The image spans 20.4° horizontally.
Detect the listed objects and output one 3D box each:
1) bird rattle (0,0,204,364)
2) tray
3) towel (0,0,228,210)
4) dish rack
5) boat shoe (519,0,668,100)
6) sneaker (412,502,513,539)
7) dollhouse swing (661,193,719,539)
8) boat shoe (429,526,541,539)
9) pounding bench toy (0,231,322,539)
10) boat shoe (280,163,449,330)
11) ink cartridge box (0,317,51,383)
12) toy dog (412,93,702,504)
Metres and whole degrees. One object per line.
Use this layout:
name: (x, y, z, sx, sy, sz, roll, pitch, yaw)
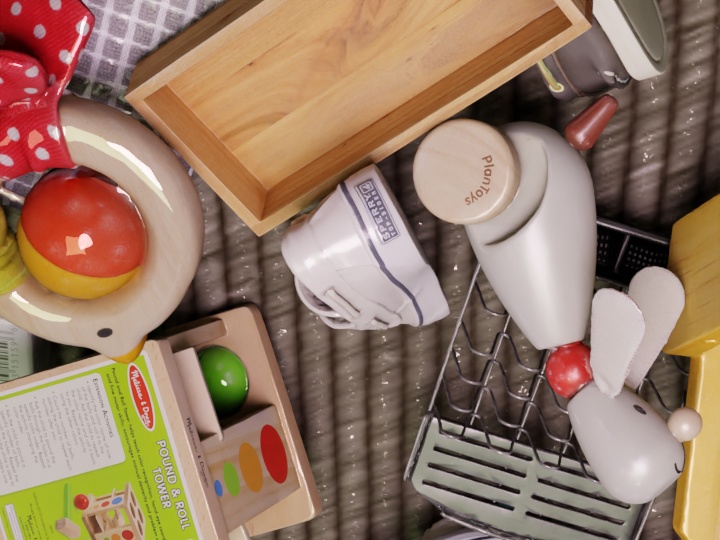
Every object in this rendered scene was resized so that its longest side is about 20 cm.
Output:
bird rattle: (-0.150, -0.037, 0.952, 0.162, 0.113, 0.201, 24, 114, -7)
tray: (-0.002, -0.105, 0.927, 0.200, 0.037, 0.099, -31, 117, 26)
towel: (-0.145, -0.116, 1.001, 0.165, 0.086, 0.201, 18, 124, -4)
dish rack: (0.111, 0.062, 1.072, 0.153, 0.055, 0.201, 17, 108, -3)
boat shoe: (0.075, -0.168, 0.936, 0.060, 0.072, 0.202, -19, 113, 29)
sneaker: (0.110, 0.220, 1.192, 0.079, 0.078, 0.200, -31, 114, 16)
dollhouse swing: (0.258, 0.059, 0.962, 0.199, 0.177, 0.182, 6, 168, -10)
boat shoe: (0.112, 0.186, 1.121, 0.199, 0.071, 0.073, 3, 100, -15)
pounding bench toy: (-0.124, 0.065, 1.089, 0.124, 0.156, 0.201, -17, 91, 21)
boat shoe: (0.000, 0.000, 0.999, 0.065, 0.200, 0.072, -27, 83, 2)
ink cartridge box: (-0.270, 0.089, 1.184, 0.173, 0.044, 0.201, 8, 125, 5)
toy dog: (0.112, -0.001, 0.948, 0.096, 0.132, 0.200, -32, 101, 18)
